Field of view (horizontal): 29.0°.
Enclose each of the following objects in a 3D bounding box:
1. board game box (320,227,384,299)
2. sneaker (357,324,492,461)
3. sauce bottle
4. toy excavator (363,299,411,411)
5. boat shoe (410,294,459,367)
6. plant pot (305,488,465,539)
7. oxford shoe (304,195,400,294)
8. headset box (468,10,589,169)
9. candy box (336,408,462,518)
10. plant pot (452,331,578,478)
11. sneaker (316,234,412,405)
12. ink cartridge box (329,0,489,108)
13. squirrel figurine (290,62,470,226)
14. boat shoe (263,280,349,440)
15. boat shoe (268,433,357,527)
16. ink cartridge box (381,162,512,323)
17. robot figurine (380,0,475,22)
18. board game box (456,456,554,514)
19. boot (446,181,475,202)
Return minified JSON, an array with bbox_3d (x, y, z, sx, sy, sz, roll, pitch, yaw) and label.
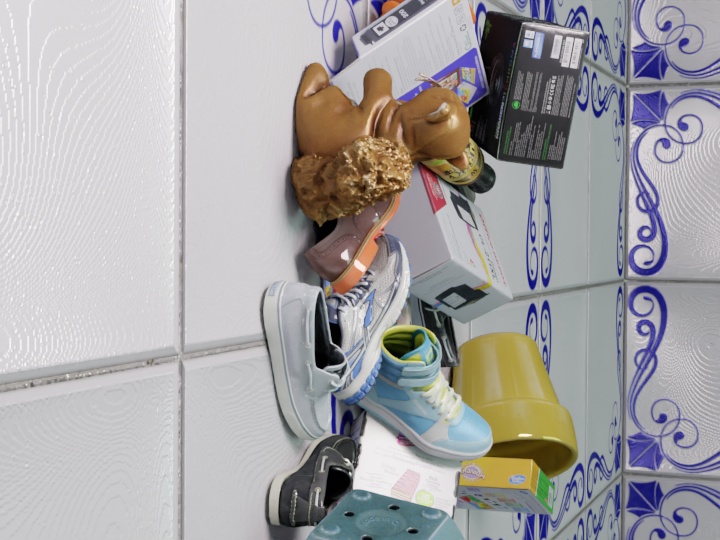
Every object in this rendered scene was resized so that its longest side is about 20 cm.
[{"bbox_3d":[0.000,0.000,1.673,0.158,0.039,0.202,-18,108,-69],"label":"board game box"},{"bbox_3d":[0.085,0.140,1.632,0.131,0.199,0.080,-58,-174,46],"label":"sneaker"},{"bbox_3d":[0.120,-0.146,1.769,0.200,0.064,0.065,25,67,-59],"label":"sauce bottle"},{"bbox_3d":[0.055,0.106,1.788,0.201,0.099,0.196,-86,164,-51],"label":"toy excavator"},{"bbox_3d":[0.105,0.044,1.925,0.074,0.067,0.201,-43,131,-63],"label":"boat shoe"},{"bbox_3d":[0.016,0.349,1.458,0.196,0.194,0.202,-34,130,-61],"label":"plant pot"},{"bbox_3d":[-0.008,-0.064,1.591,0.072,0.071,0.201,38,40,-14],"label":"oxford shoe"},{"bbox_3d":[0.210,-0.239,1.803,0.200,0.092,0.176,-119,-143,-73],"label":"headset box"},{"bbox_3d":[0.042,0.282,1.660,0.061,0.135,0.202,131,-26,-61],"label":"candy box"},{"bbox_3d":[0.216,0.204,2.084,0.201,0.199,0.191,56,26,-57],"label":"plant pot"},{"bbox_3d":[-0.005,0.046,1.584,0.085,0.077,0.202,25,73,-26],"label":"sneaker"},{"bbox_3d":[0.056,-0.234,1.694,0.199,0.043,0.199,-36,146,-9],"label":"ink cartridge box"},{"bbox_3d":[0.024,-0.131,1.524,0.142,0.185,0.201,72,28,-42],"label":"squirrel figurine"},{"bbox_3d":[-0.051,0.102,1.494,0.070,0.071,0.202,-61,146,-51],"label":"boat shoe"},{"bbox_3d":[-0.037,0.236,1.550,0.200,0.067,0.073,-33,120,-68],"label":"boat shoe"},{"bbox_3d":[0.106,-0.033,1.794,0.200,0.082,0.147,29,39,-57],"label":"ink cartridge box"},{"bbox_3d":[0.090,-0.286,1.806,0.200,0.115,0.145,57,29,-55],"label":"robot figurine"},{"bbox_3d":[0.149,0.286,1.867,0.153,0.198,0.041,50,44,-61],"label":"board game box"},{"bbox_3d":[0.142,-0.095,1.972,0.130,0.067,0.202,-15,87,-69],"label":"boot"}]
